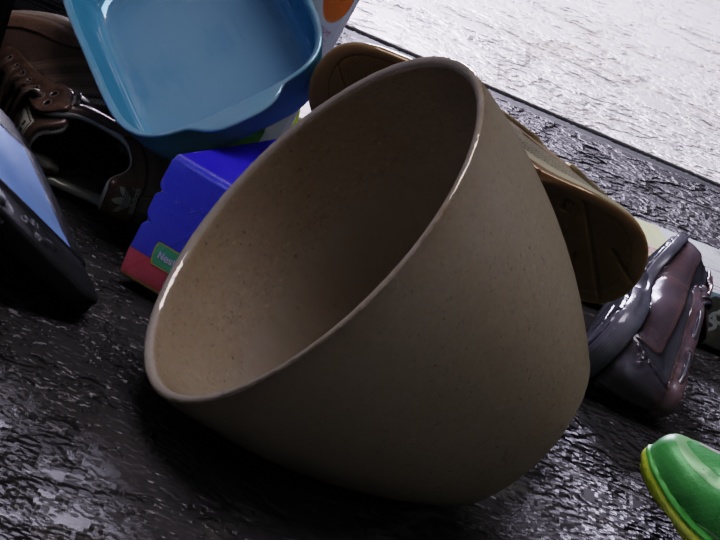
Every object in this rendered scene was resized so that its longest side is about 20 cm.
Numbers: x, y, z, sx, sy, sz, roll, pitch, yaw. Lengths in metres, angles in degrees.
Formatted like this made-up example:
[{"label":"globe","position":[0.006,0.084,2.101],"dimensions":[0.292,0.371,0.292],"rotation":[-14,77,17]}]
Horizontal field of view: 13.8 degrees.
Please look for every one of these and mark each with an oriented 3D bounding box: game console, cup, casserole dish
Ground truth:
[{"label":"game console","position":[-0.169,-0.106,1.445],"dimensions":[0.176,0.116,0.200],"rotation":[47,7,-33]},{"label":"cup","position":[0.022,0.025,1.346],"dimensions":[0.143,0.200,0.200],"rotation":[45,6,-24]},{"label":"casserole dish","position":[-0.087,-0.128,1.584],"dimensions":[0.200,0.121,0.039],"rotation":[-117,-178,-46]}]

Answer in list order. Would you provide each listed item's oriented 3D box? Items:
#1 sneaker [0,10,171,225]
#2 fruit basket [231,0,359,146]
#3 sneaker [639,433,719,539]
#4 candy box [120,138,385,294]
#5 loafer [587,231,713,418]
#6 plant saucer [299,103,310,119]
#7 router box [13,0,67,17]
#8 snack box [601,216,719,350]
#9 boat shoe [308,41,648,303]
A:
[{"label":"sneaker","position":[-0.164,-0.088,1.613],"dimensions":[0.200,0.071,0.075],"rotation":[33,23,34]},{"label":"fruit basket","position":[-0.066,-0.138,1.676],"dimensions":[0.094,0.200,0.185],"rotation":[16,18,-29]},{"label":"sneaker","position":[0.234,0.124,1.462],"dimensions":[0.200,0.084,0.074],"rotation":[25,16,9]},{"label":"candy box","position":[0.000,0.000,1.547],"dimensions":[0.169,0.077,0.200],"rotation":[31,16,19]},{"label":"loafer","position":[0.171,0.036,1.719],"dimensions":[0.063,0.072,0.200],"rotation":[44,23,1]},{"label":"plant saucer","position":[-0.076,-0.118,1.912],"dimensions":[0.200,0.030,0.200],"rotation":[21,16,-6]},{"label":"router box","position":[-0.167,-0.191,1.893],"dimensions":[0.200,0.052,0.157],"rotation":[26,21,39]},{"label":"snack box","position":[0.160,-0.007,1.870],"dimensions":[0.199,0.037,0.116],"rotation":[21,16,-11]},{"label":"boat shoe","position":[0.060,-0.053,1.545],"dimensions":[0.200,0.072,0.065],"rotation":[31,10,-8]}]
